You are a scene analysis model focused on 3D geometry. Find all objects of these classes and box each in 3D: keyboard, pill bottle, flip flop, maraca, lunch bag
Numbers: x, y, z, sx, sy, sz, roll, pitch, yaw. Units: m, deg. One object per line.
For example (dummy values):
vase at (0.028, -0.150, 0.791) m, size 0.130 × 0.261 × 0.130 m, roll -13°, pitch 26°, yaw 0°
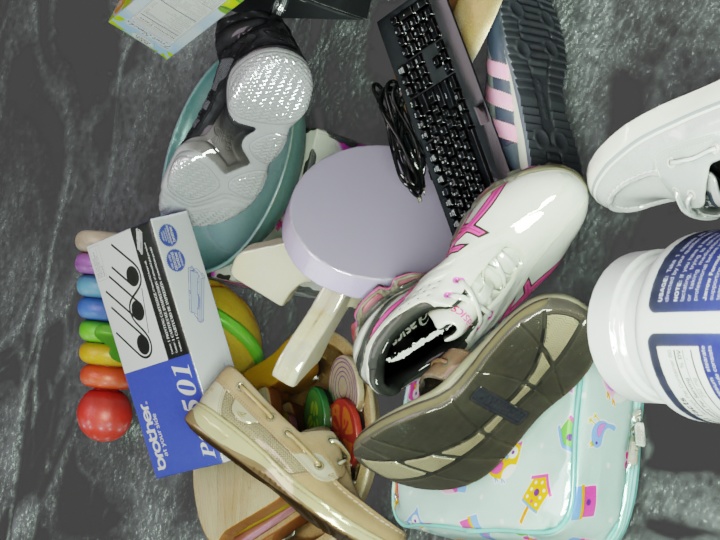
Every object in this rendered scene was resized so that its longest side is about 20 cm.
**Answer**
keyboard at (0.051, -0.093, 1.301) m, size 0.104 × 0.039 × 0.202 m, roll -31°, pitch 75°, yaw 52°
pill bottle at (0.232, 0.032, 1.062) m, size 0.199 × 0.115 × 0.117 m, roll -3°, pitch 78°, yaw 54°
flip flop at (0.075, 0.075, 1.182) m, size 0.200 × 0.081 × 0.058 m, roll -45°, pitch 26°, yaw 30°
maraca at (-0.160, 0.066, 1.604) m, size 0.200 × 0.137 × 0.107 m, roll -26°, pitch 31°, yaw 56°
lunch bag at (0.110, 0.107, 1.246) m, size 0.199 × 0.077 × 0.162 m, roll -8°, pitch 69°, yaw 52°

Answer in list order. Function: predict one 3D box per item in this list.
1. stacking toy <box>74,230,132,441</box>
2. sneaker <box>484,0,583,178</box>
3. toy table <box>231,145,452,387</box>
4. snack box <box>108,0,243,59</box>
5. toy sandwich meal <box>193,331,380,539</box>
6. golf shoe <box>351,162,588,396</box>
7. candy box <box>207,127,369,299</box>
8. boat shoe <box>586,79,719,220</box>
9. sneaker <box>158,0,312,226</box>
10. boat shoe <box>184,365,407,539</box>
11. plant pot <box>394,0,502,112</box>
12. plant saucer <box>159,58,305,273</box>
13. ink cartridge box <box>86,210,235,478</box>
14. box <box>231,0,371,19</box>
stacking toy at (-0.244, 0.065, 1.768) m, size 0.085 × 0.085 × 0.202 m, roll 4°, pitch 88°, yaw 55°
sneaker at (0.106, -0.119, 1.328) m, size 0.082 × 0.070 × 0.202 m, roll -28°, pitch 56°, yaw 45°
toy table at (0.000, 0.000, 1.366) m, size 0.183 × 0.200 × 0.118 m, roll 37°, pitch 125°, yaw 20°
snack box at (-0.114, -0.281, 1.490) m, size 0.200 × 0.067 × 0.170 m, roll -24°, pitch 38°, yaw 61°
toy sandwich meal at (-0.062, 0.141, 1.488) m, size 0.205 × 0.070 × 0.207 m, roll -22°, pitch 63°, yaw 50°
golf shoe at (0.079, 0.012, 1.222) m, size 0.200 × 0.073 × 0.092 m, roll -43°, pitch 21°, yaw 15°
candy box at (-0.081, -0.052, 1.581) m, size 0.199 × 0.061 × 0.138 m, roll 9°, pitch 85°, yaw 56°
boat shoe at (0.225, -0.070, 1.154) m, size 0.199 × 0.072 × 0.069 m, roll -24°, pitch 61°, yaw 39°
sneaker at (-0.100, -0.129, 1.466) m, size 0.200 × 0.075 × 0.114 m, roll -51°, pitch 30°, yaw 38°
boat shoe at (-0.039, 0.148, 1.394) m, size 0.065 × 0.199 × 0.071 m, roll -53°, pitch -8°, yaw -13°
plant pot at (0.071, -0.208, 1.375) m, size 0.200 × 0.027 × 0.202 m, roll -158°, pitch 90°, yaw -78°
plant saucer at (-0.102, -0.091, 1.539) m, size 0.199 × 0.036 × 0.202 m, roll -25°, pitch 57°, yaw 47°
ink cartridge box at (-0.153, 0.062, 1.480) m, size 0.094 × 0.044 × 0.202 m, roll -19°, pitch 88°, yaw 46°
box at (-0.061, -0.299, 1.614) m, size 0.199 × 0.078 × 0.142 m, roll 13°, pitch 87°, yaw 55°
